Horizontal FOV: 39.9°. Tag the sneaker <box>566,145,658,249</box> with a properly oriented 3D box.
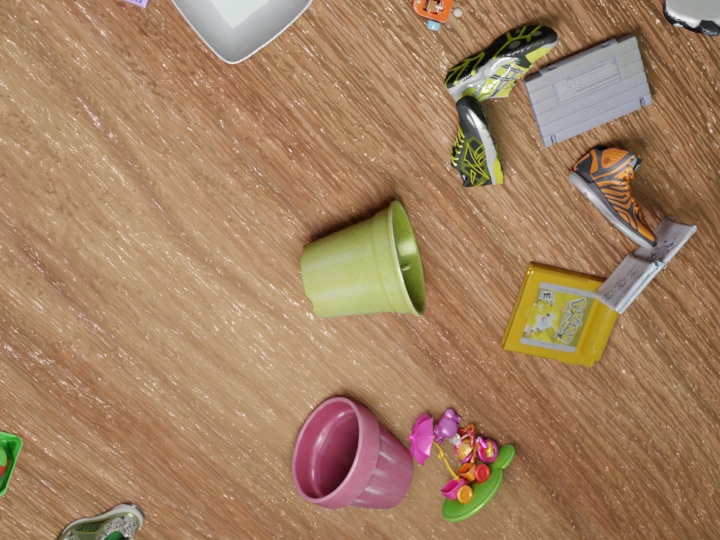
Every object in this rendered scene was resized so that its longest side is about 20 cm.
[{"bbox_3d":[0.458,-0.136,1.704,0.112,0.077,0.200,-45,77,11],"label":"sneaker"}]

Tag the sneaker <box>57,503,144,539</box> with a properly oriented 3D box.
[{"bbox_3d":[-0.522,0.532,1.956,0.198,0.089,0.078,-28,115,8],"label":"sneaker"}]

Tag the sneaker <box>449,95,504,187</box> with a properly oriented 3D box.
[{"bbox_3d":[0.185,-0.204,1.662,0.083,0.075,0.201,-18,137,11],"label":"sneaker"}]

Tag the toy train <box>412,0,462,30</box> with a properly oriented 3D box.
[{"bbox_3d":[0.104,-0.491,1.560,0.147,0.056,0.203,10,117,-11],"label":"toy train"}]

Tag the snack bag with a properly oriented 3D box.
[{"bbox_3d":[0.492,-0.015,1.727,0.021,0.189,0.200,41,97,-3],"label":"snack bag"}]

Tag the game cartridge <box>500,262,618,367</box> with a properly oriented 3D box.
[{"bbox_3d":[0.382,0.087,1.862,0.196,0.033,0.179,12,113,-10],"label":"game cartridge"}]

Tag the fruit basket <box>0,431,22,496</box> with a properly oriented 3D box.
[{"bbox_3d":[-0.727,0.319,1.818,0.211,0.157,0.218,1,132,2],"label":"fruit basket"}]

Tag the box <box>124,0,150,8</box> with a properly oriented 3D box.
[{"bbox_3d":[-0.372,-0.524,1.475,0.173,0.097,0.203,17,113,-13],"label":"box"}]

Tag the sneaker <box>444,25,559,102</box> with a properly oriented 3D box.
[{"bbox_3d":[0.238,-0.335,1.638,0.198,0.076,0.077,-25,123,18],"label":"sneaker"}]

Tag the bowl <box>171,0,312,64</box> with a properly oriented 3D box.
[{"bbox_3d":[-0.189,-0.452,1.538,0.199,0.075,0.200,-35,113,12],"label":"bowl"}]

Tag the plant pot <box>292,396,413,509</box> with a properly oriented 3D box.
[{"bbox_3d":[-0.003,0.364,1.879,0.178,0.201,0.201,29,110,-34],"label":"plant pot"}]

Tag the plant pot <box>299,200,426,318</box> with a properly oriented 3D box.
[{"bbox_3d":[0.000,0.000,1.715,0.181,0.201,0.203,-14,116,14],"label":"plant pot"}]

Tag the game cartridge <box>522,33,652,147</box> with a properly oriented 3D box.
[{"bbox_3d":[0.384,-0.306,1.680,0.197,0.038,0.131,-22,111,5],"label":"game cartridge"}]

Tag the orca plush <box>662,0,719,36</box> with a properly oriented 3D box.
[{"bbox_3d":[0.594,-0.426,1.640,0.197,0.071,0.107,-17,71,-2],"label":"orca plush"}]

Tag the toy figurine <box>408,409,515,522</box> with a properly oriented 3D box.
[{"bbox_3d":[0.181,0.346,1.919,0.200,0.150,0.185,-43,102,-20],"label":"toy figurine"}]
